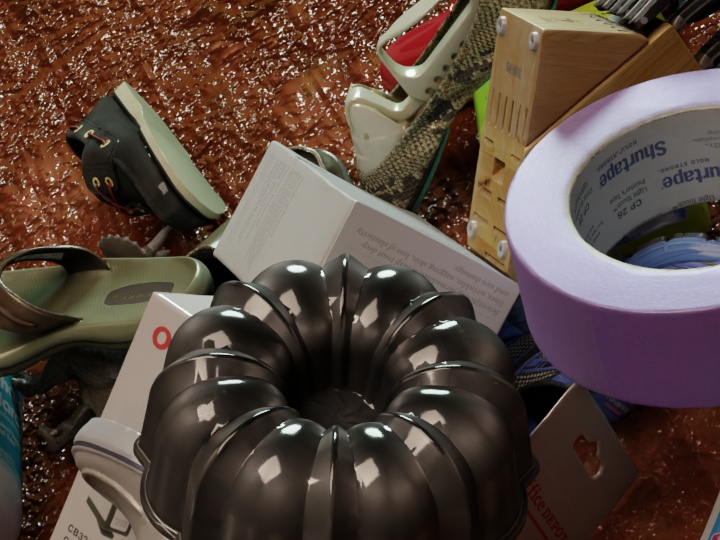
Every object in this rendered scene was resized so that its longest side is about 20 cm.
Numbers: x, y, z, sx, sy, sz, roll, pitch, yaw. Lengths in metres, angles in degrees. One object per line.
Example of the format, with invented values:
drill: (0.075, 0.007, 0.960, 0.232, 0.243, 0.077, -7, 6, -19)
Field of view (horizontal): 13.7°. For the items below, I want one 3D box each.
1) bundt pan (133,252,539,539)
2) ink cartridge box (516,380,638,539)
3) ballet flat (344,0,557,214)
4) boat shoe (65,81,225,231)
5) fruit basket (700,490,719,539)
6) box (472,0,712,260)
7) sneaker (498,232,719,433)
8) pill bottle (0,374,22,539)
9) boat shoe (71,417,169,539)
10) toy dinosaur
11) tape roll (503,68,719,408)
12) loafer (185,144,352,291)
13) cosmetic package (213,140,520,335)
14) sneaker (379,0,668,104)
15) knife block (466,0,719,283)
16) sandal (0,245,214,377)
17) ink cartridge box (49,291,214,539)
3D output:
bundt pan: (-0.010, 0.069, 1.454, 0.201, 0.076, 0.202, 2, 46, -2)
ink cartridge box: (0.044, 0.138, 1.552, 0.200, 0.117, 0.067, -46, 52, -10)
ballet flat: (0.036, -0.111, 1.758, 0.200, 0.075, 0.068, -55, 26, 26)
boat shoe: (-0.137, -0.060, 1.883, 0.063, 0.074, 0.201, -42, 25, 0)
fruit basket: (0.270, 0.066, 1.480, 0.185, 0.094, 0.200, -2, 49, 34)
box: (0.131, -0.068, 1.732, 0.122, 0.048, 0.200, -24, 44, 18)
sneaker: (0.144, 0.044, 1.616, 0.200, 0.075, 0.079, -23, 51, 29)
pill bottle: (-0.261, 0.085, 1.829, 0.111, 0.111, 0.200, -23, 44, 17)
boat shoe: (-0.082, 0.144, 1.492, 0.200, 0.071, 0.070, 32, 75, 30)
toy dinosaur: (-0.158, 0.049, 1.815, 0.102, 0.077, 0.200, -29, 39, 21)
tape roll: (0.176, -0.019, 1.527, 0.199, 0.066, 0.200, -10, 38, 8)
loafer: (-0.062, 0.000, 1.793, 0.075, 0.070, 0.200, -3, 52, 34)
cosmetic package: (0.000, 0.000, 1.657, 0.081, 0.113, 0.200, -62, 20, 2)
sneaker: (0.084, -0.180, 1.814, 0.200, 0.116, 0.078, -24, 43, 16)
knife block: (0.159, -0.088, 1.650, 0.064, 0.175, 0.201, -140, 55, -66)
sandal: (-0.183, 0.012, 1.760, 0.200, 0.057, 0.080, -11, 43, 20)
ink cartridge box: (-0.076, 0.129, 1.595, 0.146, 0.084, 0.200, 30, 104, 35)
